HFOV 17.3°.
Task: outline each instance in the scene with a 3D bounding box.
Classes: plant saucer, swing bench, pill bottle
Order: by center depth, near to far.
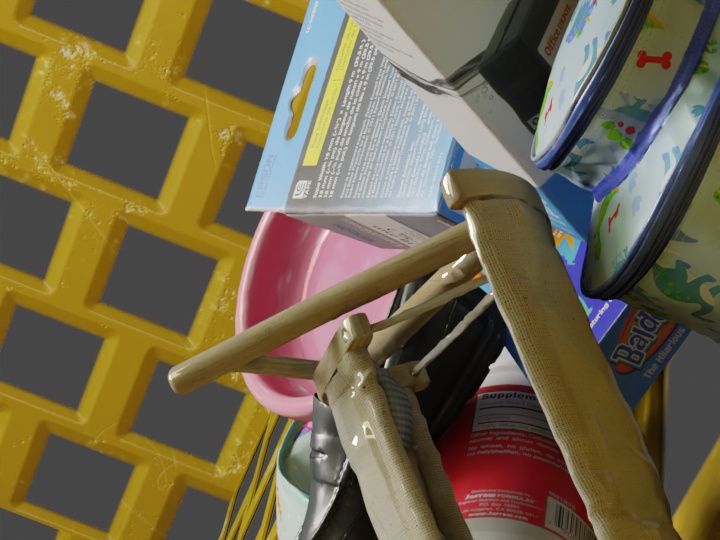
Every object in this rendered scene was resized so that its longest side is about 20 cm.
[{"bbox_3d":[0.047,0.091,1.084,0.199,0.129,0.200,-33,66,30],"label":"swing bench"},{"bbox_3d":[0.080,0.128,1.269,0.201,0.112,0.113,-76,9,-55],"label":"pill bottle"},{"bbox_3d":[0.000,0.000,1.449,0.200,0.051,0.202,-34,44,40],"label":"plant saucer"}]

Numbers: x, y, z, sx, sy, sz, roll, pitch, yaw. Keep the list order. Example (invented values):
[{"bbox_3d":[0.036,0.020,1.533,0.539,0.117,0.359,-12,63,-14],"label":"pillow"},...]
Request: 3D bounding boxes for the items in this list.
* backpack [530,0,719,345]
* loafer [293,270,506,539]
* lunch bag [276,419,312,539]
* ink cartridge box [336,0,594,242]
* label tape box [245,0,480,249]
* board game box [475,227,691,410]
[{"bbox_3d":[0.159,-0.076,1.064,0.183,0.146,0.201,123,165,-74],"label":"backpack"},{"bbox_3d":[0.001,0.089,1.244,0.201,0.070,0.068,-59,11,3],"label":"loafer"},{"bbox_3d":[-0.001,0.185,1.631,0.200,0.121,0.172,-69,-18,-64],"label":"lunch bag"},{"bbox_3d":[0.087,-0.138,1.177,0.145,0.200,0.084,-46,30,-5],"label":"ink cartridge box"},{"bbox_3d":[0.029,-0.090,1.358,0.199,0.063,0.145,3,73,57],"label":"label tape box"},{"bbox_3d":[0.127,-0.021,1.265,0.153,0.045,0.200,-55,26,12],"label":"board game box"}]
